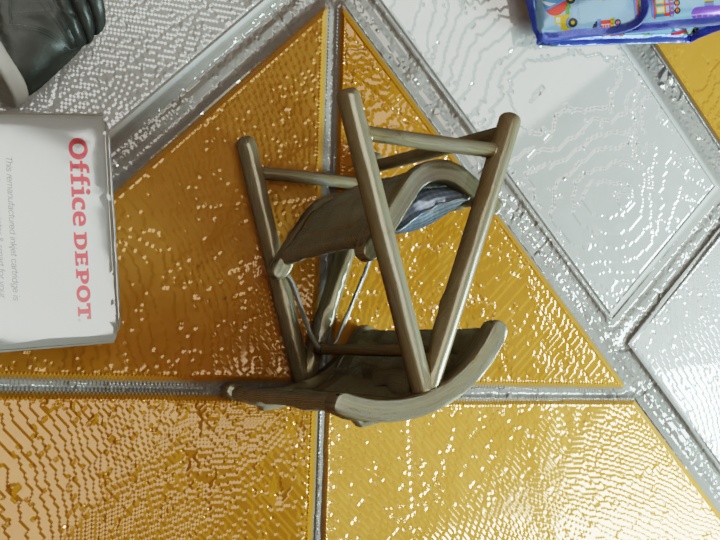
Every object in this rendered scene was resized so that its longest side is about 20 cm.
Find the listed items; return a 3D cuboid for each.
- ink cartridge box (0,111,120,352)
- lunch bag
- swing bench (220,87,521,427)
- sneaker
[{"bbox_3d":[-0.259,-0.021,0.688,0.199,0.084,0.146,-3,88,-27],"label":"ink cartridge box"},{"bbox_3d":[0.213,-0.272,0.953,0.199,0.094,0.152,-7,92,-15],"label":"lunch bag"},{"bbox_3d":[0.000,0.000,0.755,0.129,0.199,0.202,4,86,-27],"label":"swing bench"},{"bbox_3d":[-0.241,-0.216,0.720,0.099,0.071,0.201,-38,110,-25],"label":"sneaker"}]
